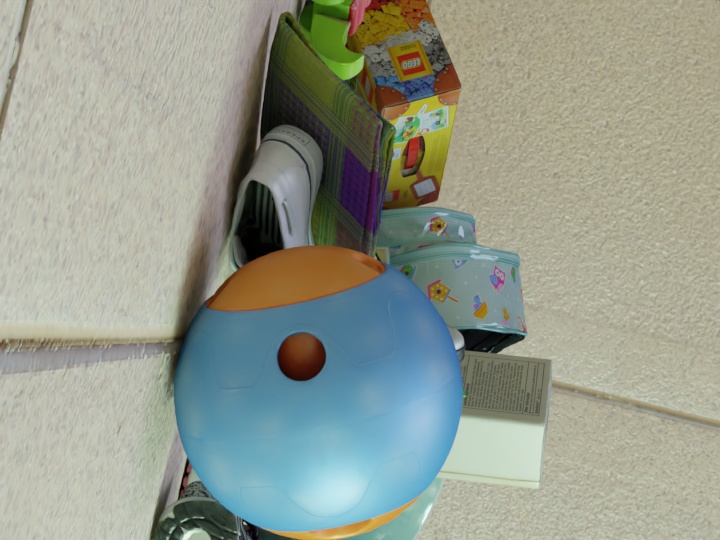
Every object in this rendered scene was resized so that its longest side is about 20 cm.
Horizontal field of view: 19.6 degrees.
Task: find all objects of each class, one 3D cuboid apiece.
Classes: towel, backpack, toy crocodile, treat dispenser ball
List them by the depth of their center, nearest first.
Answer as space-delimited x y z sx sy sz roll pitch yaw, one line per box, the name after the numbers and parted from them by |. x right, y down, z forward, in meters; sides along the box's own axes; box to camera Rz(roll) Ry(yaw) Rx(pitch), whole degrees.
-0.029 0.083 1.430 0.201 0.199 0.203 13 90 -87 | treat dispenser ball
-0.027 -0.079 1.548 0.023 0.144 0.201 -26 146 -26 | towel
-0.009 -0.242 1.696 0.068 0.061 0.201 100 4 -53 | toy crocodile
0.054 0.020 1.941 0.175 0.198 0.155 12 79 -54 | backpack

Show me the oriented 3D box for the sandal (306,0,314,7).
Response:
-0.044 -0.126 1.723 0.076 0.042 0.202 68 35 -85 | sandal

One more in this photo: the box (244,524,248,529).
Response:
-0.123 0.297 1.888 0.200 0.068 0.083 -62 166 -77 | box

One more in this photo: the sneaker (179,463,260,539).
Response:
-0.109 0.204 1.663 0.081 0.074 0.202 89 13 -75 | sneaker

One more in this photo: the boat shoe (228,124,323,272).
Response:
-0.073 -0.019 1.565 0.067 0.073 0.201 -48 153 -39 | boat shoe

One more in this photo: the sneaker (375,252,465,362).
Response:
0.000 0.000 1.646 0.076 0.199 0.116 -32 140 -62 | sneaker

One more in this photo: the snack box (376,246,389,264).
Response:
-0.031 0.058 1.706 0.201 0.115 0.037 -92 -173 -46 | snack box

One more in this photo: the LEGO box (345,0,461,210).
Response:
0.024 -0.165 1.917 0.200 0.076 0.150 99 -26 -62 | LEGO box

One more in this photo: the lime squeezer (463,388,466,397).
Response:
-0.015 0.110 1.740 0.038 0.199 0.071 -52 118 -81 | lime squeezer

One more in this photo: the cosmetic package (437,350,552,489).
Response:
0.064 0.122 1.809 0.104 0.198 0.074 -73 166 -58 | cosmetic package

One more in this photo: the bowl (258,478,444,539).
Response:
-0.020 0.211 1.897 0.201 0.105 0.202 -43 154 -26 | bowl

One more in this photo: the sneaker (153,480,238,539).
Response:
-0.129 0.249 1.576 0.089 0.076 0.202 -93 -163 -70 | sneaker
